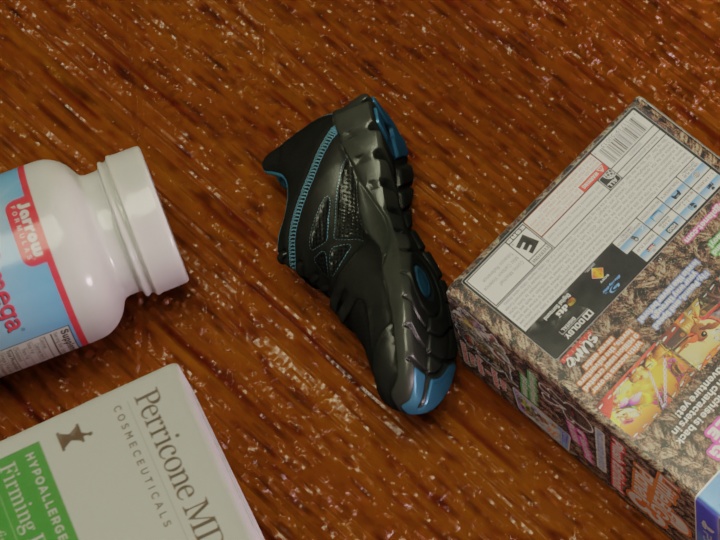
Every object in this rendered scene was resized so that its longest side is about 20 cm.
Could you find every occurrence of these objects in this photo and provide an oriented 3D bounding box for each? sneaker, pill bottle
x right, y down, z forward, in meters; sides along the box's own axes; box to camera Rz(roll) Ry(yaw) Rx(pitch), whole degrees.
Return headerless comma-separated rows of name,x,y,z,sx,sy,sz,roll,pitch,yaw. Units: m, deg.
sneaker,0.000,0.000,1.549,0.082,0.073,0.201,-22,57,15
pill bottle,-0.204,0.003,1.543,0.199,0.109,0.109,-21,63,-3

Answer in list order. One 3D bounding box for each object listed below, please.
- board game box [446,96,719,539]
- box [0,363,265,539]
board game box,0.174,0.036,1.483,0.200,0.097,0.159,40,75,22
box,-0.112,0.201,1.372,0.171,0.200,0.200,-24,53,-5
